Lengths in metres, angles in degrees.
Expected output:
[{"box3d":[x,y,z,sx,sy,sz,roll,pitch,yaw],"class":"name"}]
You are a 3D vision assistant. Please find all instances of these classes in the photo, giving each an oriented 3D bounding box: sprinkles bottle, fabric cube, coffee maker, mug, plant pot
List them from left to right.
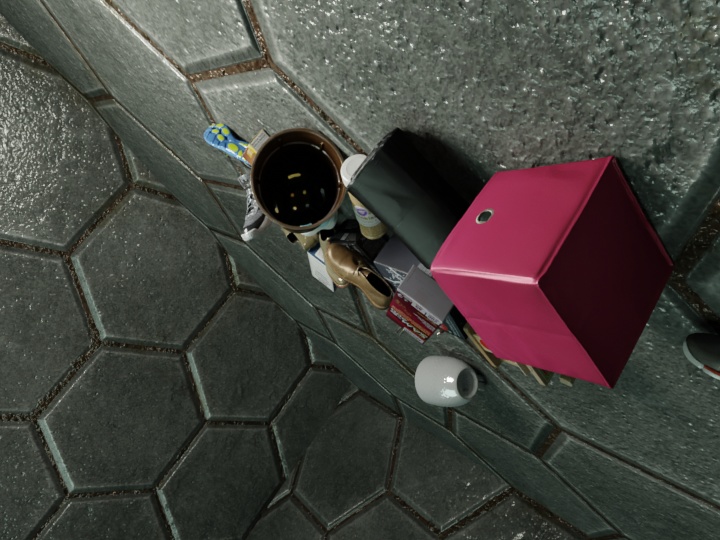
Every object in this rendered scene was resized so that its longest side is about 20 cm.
[{"box3d":[-0.133,-0.172,1.163,0.199,0.202,0.198,39,170,-2],"class":"plant pot"},{"box3d":[0.012,-0.146,1.101,0.067,0.069,0.202,30,161,26],"class":"sprinkles bottle"},{"box3d":[0.085,-0.114,0.844,0.199,0.135,0.192,42,-172,-5],"class":"coffee maker"},{"box3d":[0.291,0.342,1.639,0.194,0.154,0.174,13,168,-27],"class":"mug"},{"box3d":[0.249,-0.002,0.715,0.201,0.198,0.197,46,162,-24],"class":"fabric cube"}]

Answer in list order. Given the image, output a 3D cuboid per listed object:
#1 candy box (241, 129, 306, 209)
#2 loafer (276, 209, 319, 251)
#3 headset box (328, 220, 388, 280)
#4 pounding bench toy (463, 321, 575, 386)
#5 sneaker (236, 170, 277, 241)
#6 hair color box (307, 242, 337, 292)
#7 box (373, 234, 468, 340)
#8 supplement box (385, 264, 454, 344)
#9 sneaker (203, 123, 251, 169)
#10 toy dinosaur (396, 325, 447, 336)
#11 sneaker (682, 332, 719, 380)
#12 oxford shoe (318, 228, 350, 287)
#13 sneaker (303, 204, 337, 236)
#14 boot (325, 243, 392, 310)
[{"box3d":[-0.201,-0.246,1.344,0.200,0.057,0.116,46,163,-13],"class":"candy box"},{"box3d":[-0.210,-0.129,1.638,0.197,0.068,0.077,32,162,26],"class":"loafer"},{"box3d":[0.032,-0.028,1.343,0.201,0.076,0.147,48,162,-24],"class":"headset box"},{"box3d":[0.319,0.138,1.042,0.201,0.125,0.154,48,162,-26],"class":"pounding bench toy"},{"box3d":[-0.253,-0.165,1.262,0.074,0.203,0.115,-18,123,29],"class":"sneaker"},{"box3d":[-0.109,-0.014,1.719,0.099,0.061,0.201,36,163,12],"class":"hair color box"},{"box3d":[0.154,0.028,1.165,0.180,0.105,0.202,22,155,49],"class":"box"},{"box3d":[0.117,0.074,1.077,0.107,0.062,0.201,36,163,9],"class":"supplement box"},{"box3d":[-0.341,-0.321,1.433,0.196,0.071,0.083,33,157,14],"class":"sneaker"},{"box3d":[0.171,0.090,1.407,0.182,0.103,0.204,45,130,25],"class":"toy dinosaur"},{"box3d":[0.509,0.100,0.665,0.197,0.076,0.085,19,127,50],"class":"sneaker"},{"box3d":[-0.074,-0.047,1.415,0.075,0.069,0.204,64,-179,-57],"class":"oxford shoe"},{"box3d":[-0.136,-0.141,1.399,0.080,0.077,0.198,16,165,-30],"class":"sneaker"},{"box3d":[0.000,0.000,1.220,0.199,0.074,0.076,41,162,11],"class":"boot"}]
